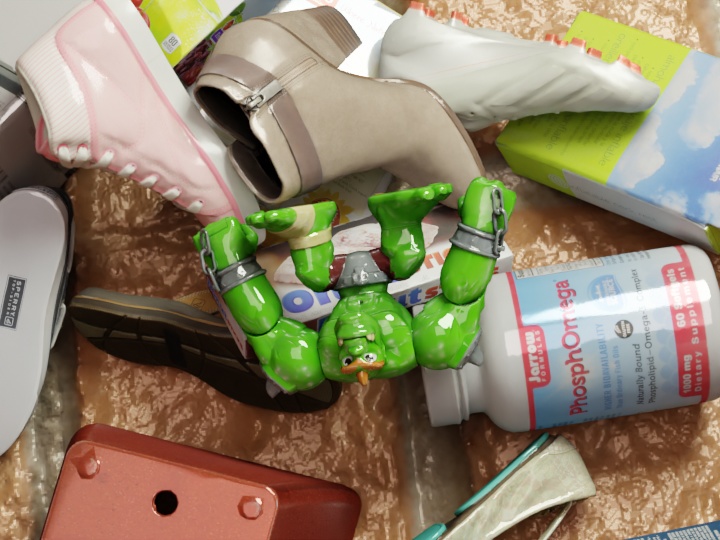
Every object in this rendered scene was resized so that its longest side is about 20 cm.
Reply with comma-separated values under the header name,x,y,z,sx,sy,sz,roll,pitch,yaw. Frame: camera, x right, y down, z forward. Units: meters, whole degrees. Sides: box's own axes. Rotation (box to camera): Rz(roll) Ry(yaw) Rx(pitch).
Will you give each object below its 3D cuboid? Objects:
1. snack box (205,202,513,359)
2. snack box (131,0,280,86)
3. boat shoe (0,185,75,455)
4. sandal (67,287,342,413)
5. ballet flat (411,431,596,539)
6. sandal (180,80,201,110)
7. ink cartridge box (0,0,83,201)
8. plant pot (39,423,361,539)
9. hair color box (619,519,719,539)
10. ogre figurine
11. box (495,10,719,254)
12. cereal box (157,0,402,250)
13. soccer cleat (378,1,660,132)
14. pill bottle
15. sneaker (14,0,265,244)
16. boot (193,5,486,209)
name,x,y,z,sx,sy,sz,roll,pitch,yaw
snack box,0.000,0.000,1.190,0.199,0.024,0.072,-17,52,-18
snack box,-0.107,-0.259,1.208,0.200,0.068,0.169,-44,82,0
boat shoe,-0.243,0.036,1.222,0.072,0.068,0.201,14,98,5
sandal,-0.105,0.043,1.217,0.199,0.082,0.055,14,54,14
ballet flat,0.073,0.187,1.162,0.200,0.067,0.062,-37,85,-6
sandal,-0.134,-0.208,1.284,0.079,0.059,0.207,-19,87,-20
ink cartridge box,-0.250,-0.107,1.220,0.084,0.145,0.200,41,80,14
plant pot,-0.123,0.200,1.112,0.199,0.176,0.200,13,75,7
hair color box,0.179,0.230,1.126,0.199,0.061,0.100,-11,106,1
ogre figurine,0.003,0.012,1.105,0.199,0.098,0.120,-10,92,-10
box,0.208,-0.095,1.203,0.200,0.048,0.122,26,76,34
cereal box,-0.036,-0.107,1.245,0.144,0.040,0.200,32,77,-6
soccer cleat,0.106,-0.128,1.202,0.199,0.069,0.078,16,94,20
pill bottle,0.139,0.049,1.172,0.199,0.109,0.109,-10,74,1
sneaker,-0.151,-0.078,1.145,0.105,0.075,0.200,-37,108,-14
boot,-0.018,-0.087,1.159,0.200,0.070,0.146,46,47,-1
